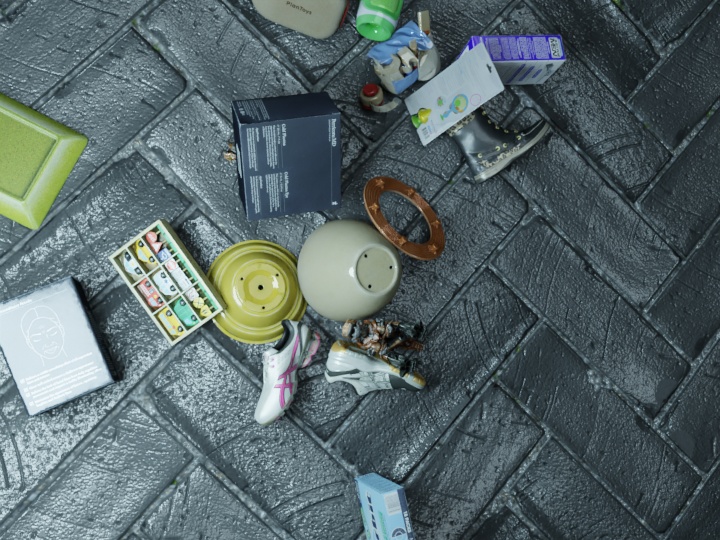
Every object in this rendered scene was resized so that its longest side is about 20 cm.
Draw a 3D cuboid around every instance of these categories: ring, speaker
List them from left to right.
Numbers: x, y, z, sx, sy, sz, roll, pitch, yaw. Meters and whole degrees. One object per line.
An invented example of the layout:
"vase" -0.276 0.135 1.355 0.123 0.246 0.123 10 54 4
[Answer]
"speaker" 0.052 -0.578 1.544 0.088 0.088 0.201 17 79 -10
"ring" 0.090 -0.106 1.462 0.200 0.019 0.201 26 41 -25

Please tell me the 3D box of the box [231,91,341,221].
"box" -0.135 -0.210 1.392 0.182 0.104 0.200 -8 127 -14

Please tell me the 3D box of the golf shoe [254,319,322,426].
"golf shoe" -0.153 0.186 1.396 0.092 0.073 0.200 35 70 -27

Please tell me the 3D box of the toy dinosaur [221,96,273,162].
"toy dinosaur" -0.169 -0.265 1.462 0.200 0.102 0.136 -18 110 -28

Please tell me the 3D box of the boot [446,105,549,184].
"boot" 0.280 -0.292 1.567 0.200 0.073 0.151 -38 93 -6

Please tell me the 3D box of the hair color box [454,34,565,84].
"hair color box" 0.309 -0.437 1.571 0.199 0.109 0.065 -3 78 -14

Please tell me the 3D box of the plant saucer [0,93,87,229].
"plant saucer" -0.630 -0.207 1.357 0.199 0.048 0.200 27 77 -8

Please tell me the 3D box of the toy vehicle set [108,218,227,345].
"toy vehicle set" -0.351 0.021 1.375 0.124 0.027 0.200 -35 91 12

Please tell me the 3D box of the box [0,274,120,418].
"box" -0.528 0.131 1.306 0.148 0.107 0.200 -22 89 -14

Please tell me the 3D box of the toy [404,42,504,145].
"toy" 0.191 -0.348 1.512 0.200 0.047 0.115 -31 68 28

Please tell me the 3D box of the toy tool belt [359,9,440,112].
"toy tool belt" 0.068 -0.423 1.501 0.200 0.123 0.125 -41 59 -14

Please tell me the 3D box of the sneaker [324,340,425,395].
"sneaker" 0.025 0.203 1.453 0.200 0.076 0.088 21 101 -12

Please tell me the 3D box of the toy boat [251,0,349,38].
"toy boat" -0.118 -0.561 1.499 0.200 0.131 0.131 20 49 -11

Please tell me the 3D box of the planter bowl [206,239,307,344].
"planter bowl" -0.190 0.035 1.409 0.200 0.083 0.201 2 82 -13

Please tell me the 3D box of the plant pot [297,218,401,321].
"plant pot" 0.000 0.000 1.408 0.200 0.134 0.201 0 90 -27

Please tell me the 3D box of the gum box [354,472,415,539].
"gum box" 0.048 0.462 1.348 0.044 0.200 0.170 -12 86 -15

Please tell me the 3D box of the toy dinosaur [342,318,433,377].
"toy dinosaur" 0.057 0.124 1.412 0.200 0.136 0.102 -12 110 -45
